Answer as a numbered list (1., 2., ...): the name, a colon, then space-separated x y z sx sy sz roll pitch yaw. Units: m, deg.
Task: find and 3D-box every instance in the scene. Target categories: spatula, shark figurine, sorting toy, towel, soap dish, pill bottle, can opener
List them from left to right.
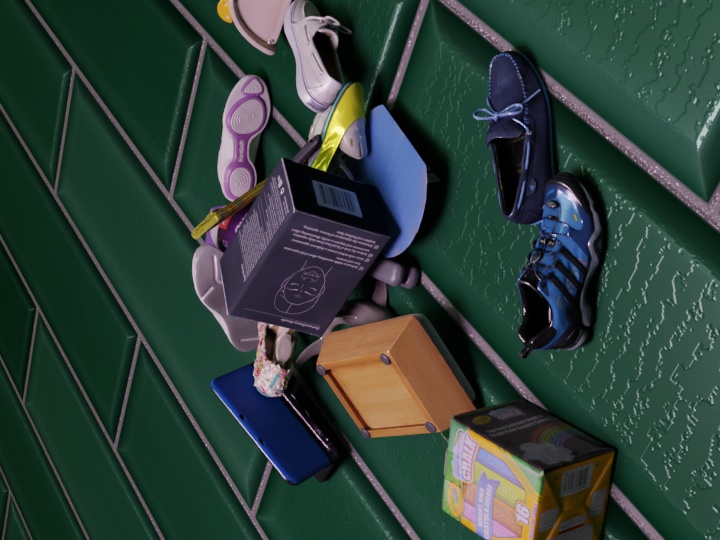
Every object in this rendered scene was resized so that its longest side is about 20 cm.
1. towel: -0.167 -0.112 1.614 0.018 0.200 0.086 54 142 -4
2. sorting toy: -0.147 -0.462 1.605 0.181 0.105 0.201 -96 25 -46
3. pill bottle: -0.152 -0.049 1.671 0.199 0.111 0.114 19 112 50
4. spatula: -0.108 -0.128 1.548 0.200 0.020 0.057 -49 25 41
5. shark figurine: -0.027 0.075 1.548 0.213 0.089 0.130 -15 83 52
6. can opener: 0.000 0.000 1.515 0.199 0.053 0.068 24 101 49
7. soap dish: 0.041 0.144 1.423 0.199 0.081 0.158 -16 112 53

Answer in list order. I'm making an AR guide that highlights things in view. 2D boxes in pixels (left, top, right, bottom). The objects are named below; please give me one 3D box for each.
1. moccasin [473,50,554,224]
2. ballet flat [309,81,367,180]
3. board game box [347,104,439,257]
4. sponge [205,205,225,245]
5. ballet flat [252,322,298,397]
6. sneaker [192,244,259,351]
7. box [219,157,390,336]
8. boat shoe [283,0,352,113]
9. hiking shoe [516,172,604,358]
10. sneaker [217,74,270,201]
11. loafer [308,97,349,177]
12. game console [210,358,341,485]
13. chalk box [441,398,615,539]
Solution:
1. moccasin: 0.178 -0.154 1.231 0.080 0.068 0.203 -23 77 53
2. ballet flat: -0.029 -0.155 1.469 0.067 0.067 0.201 36 110 19
3. board game box: 0.047 -0.117 1.448 0.201 0.038 0.159 59 140 39
4. sponge: -0.206 -0.001 1.809 0.201 0.030 0.112 60 151 28
5. ballet flat: -0.122 0.109 1.656 0.064 0.075 0.201 -54 24 34
6. sneaker: -0.220 0.038 1.706 0.080 0.070 0.202 45 161 53
7. box: -0.078 -0.027 1.439 0.201 0.147 0.108 -54 36 32
8. boat shoe: -0.053 -0.320 1.499 0.086 0.074 0.204 -39 43 35
9. hiking shoe: 0.216 -0.005 1.192 0.074 0.086 0.203 10 104 53
10. sneaker: -0.198 -0.217 1.735 0.100 0.074 0.203 -134 55 -62
11. loafer: -0.040 -0.152 1.543 0.069 0.070 0.202 25 116 27
12. game console: -0.136 0.246 1.636 0.200 0.118 0.171 49 151 15
13. chalk box: 0.177 0.236 1.264 0.199 0.123 0.126 25 116 50
